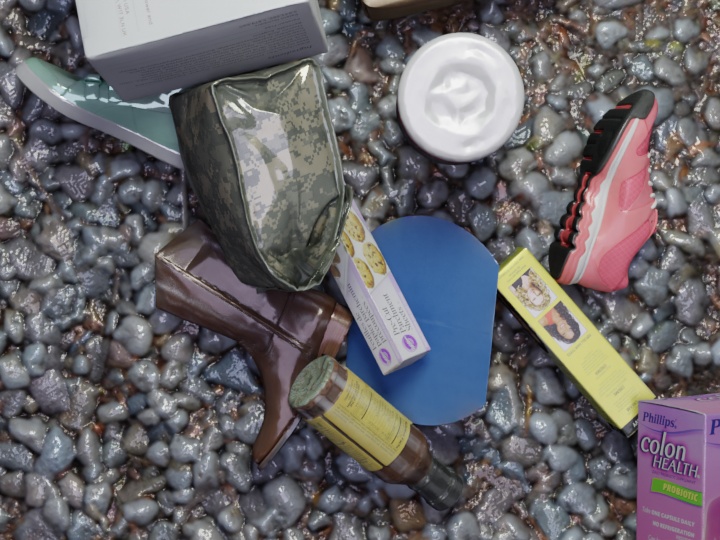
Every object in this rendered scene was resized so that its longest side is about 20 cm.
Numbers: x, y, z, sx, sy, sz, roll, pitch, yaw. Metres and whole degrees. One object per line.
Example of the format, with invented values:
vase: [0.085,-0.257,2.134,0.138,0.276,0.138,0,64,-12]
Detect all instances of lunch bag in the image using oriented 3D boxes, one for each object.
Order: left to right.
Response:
lunch bag: [-0.084,-0.078,1.328,0.117,0.164,0.202,-16,97,-20]

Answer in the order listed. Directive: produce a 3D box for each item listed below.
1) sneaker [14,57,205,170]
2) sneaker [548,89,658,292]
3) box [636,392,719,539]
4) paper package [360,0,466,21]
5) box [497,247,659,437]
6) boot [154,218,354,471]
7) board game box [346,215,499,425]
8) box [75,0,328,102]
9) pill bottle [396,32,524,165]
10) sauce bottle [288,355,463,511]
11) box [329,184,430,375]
sneaker: [-0.222,-0.187,1.412,0.199,0.074,0.119,24,100,-10]
sneaker: [0.252,-0.073,1.420,0.086,0.074,0.202,19,97,-13]
box: [0.354,0.219,1.374,0.175,0.096,0.202,-1,93,-29]
paper package: [0.078,-0.349,1.383,0.198,0.103,0.192,-14,91,3]
box: [0.202,0.068,1.418,0.050,0.075,0.200,-42,90,0]
boot: [-0.130,0.070,1.431,0.199,0.064,0.187,28,85,-1]
board game box: [0.066,0.046,1.425,0.157,0.039,0.202,10,101,31]
box: [-0.148,-0.277,1.287,0.198,0.131,0.201,-14,77,4]
pill bottle: [0.087,-0.152,1.344,0.110,0.200,0.112,0,93,1]
sauce bottle: [0.018,0.161,1.405,0.065,0.065,0.200,-45,116,3]
box: [0.000,0.000,1.407,0.041,0.039,0.201,-17,75,-38]
